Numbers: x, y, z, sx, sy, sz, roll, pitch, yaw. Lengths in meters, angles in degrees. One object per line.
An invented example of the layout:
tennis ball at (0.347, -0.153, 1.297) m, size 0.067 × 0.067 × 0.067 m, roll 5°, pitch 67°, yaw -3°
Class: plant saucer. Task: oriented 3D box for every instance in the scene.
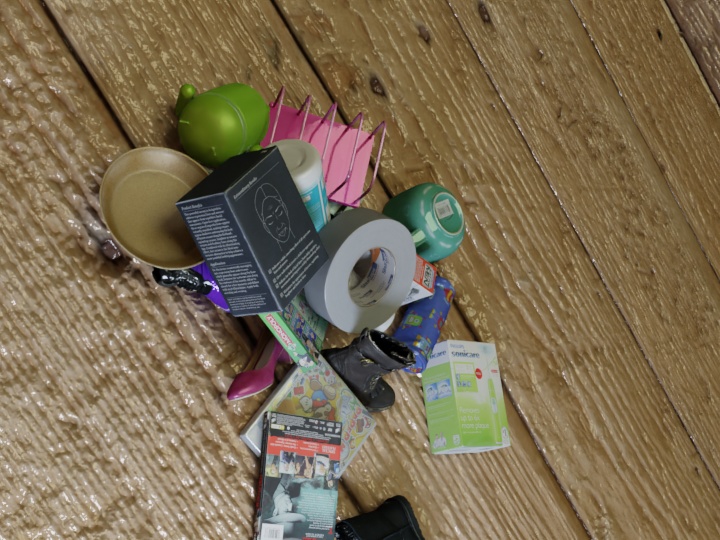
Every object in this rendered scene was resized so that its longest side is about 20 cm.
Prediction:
plant saucer at (-0.298, -0.089, 1.439) m, size 0.198 × 0.035 × 0.203 m, roll 14°, pitch 62°, yaw -27°

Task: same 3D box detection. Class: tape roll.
tape roll at (0.000, 0.000, 1.602) m, size 0.199 × 0.066 × 0.203 m, roll -20°, pitch 122°, yaw -35°

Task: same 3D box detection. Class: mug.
mug at (0.130, -0.080, 1.873) m, size 0.151 × 0.114 × 0.187 m, roll 31°, pitch 54°, yaw -32°

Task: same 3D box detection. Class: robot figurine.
robot figurine at (-0.223, -0.240, 1.570) m, size 0.175 × 0.116 × 0.200 m, roll 42°, pitch 28°, yaw 0°

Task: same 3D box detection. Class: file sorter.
file sorter at (-0.068, -0.214, 1.649) m, size 0.198 × 0.125 × 0.141 m, roll 16°, pitch 76°, yaw -13°

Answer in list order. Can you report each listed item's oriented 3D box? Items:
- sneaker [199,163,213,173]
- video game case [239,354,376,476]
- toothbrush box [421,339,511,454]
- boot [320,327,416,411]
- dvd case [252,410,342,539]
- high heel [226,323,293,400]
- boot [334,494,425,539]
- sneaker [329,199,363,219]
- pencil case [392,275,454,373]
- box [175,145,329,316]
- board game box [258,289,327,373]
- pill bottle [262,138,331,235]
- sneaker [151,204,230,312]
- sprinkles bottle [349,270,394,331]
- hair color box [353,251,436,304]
sneaker at (-0.223, -0.083, 1.523) m, size 0.200 × 0.075 × 0.116 m, roll 48°, pitch 9°, yaw -20°
video game case at (-0.081, 0.260, 1.575) m, size 0.183 × 0.023 × 0.200 m, roll 51°, pitch 54°, yaw -17°
toothbrush box at (0.198, 0.242, 1.831) m, size 0.144 × 0.086 × 0.203 m, roll 9°, pitch 66°, yaw -42°
boot at (0.031, 0.171, 1.631) m, size 0.199 × 0.173 × 0.070 m, roll 33°, pitch 53°, yaw -30°
dvd case at (-0.097, 0.333, 1.519) m, size 0.145 × 0.022 × 0.203 m, roll 14°, pitch 70°, yaw -34°
high heel at (-0.162, 0.130, 1.528) m, size 0.200 × 0.067 × 0.097 m, roll -35°, pitch 109°, yaw -51°
boot at (0.046, 0.487, 1.586) m, size 0.167 × 0.076 × 0.202 m, roll -14°, pitch 77°, yaw -50°
sneaker at (-0.080, -0.165, 1.730) m, size 0.201 × 0.073 × 0.119 m, roll 49°, pitch 46°, yaw -19°
pencil case at (0.113, 0.098, 1.811) m, size 0.079 × 0.086 × 0.201 m, roll 78°, pitch 29°, yaw -46°
box at (-0.158, -0.057, 1.435) m, size 0.149 × 0.106 × 0.202 m, roll -48°, pitch 122°, yaw -46°
board game box at (-0.109, 0.066, 1.575) m, size 0.135 × 0.029 × 0.200 m, roll 53°, pitch 17°, yaw -15°
pill bottle at (-0.107, -0.106, 1.570) m, size 0.201 × 0.109 × 0.111 m, roll 82°, pitch 27°, yaw -45°
sneaker at (-0.270, 0.003, 1.483) m, size 0.200 × 0.069 × 0.100 m, roll 49°, pitch 47°, yaw -7°
sprinkles bottle at (-0.024, 0.032, 1.703) m, size 0.200 × 0.068 × 0.069 m, roll 43°, pitch 48°, yaw -28°
hair color box at (0.032, -0.012, 1.752) m, size 0.199 × 0.110 × 0.065 m, roll 35°, pitch 53°, yaw -30°
